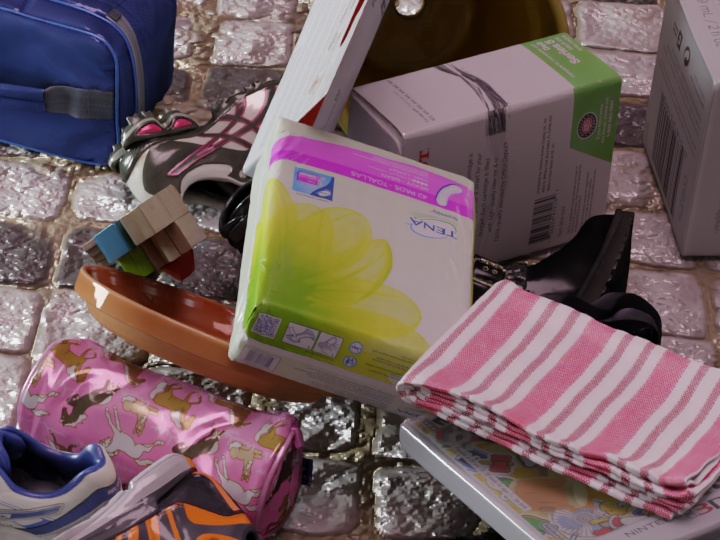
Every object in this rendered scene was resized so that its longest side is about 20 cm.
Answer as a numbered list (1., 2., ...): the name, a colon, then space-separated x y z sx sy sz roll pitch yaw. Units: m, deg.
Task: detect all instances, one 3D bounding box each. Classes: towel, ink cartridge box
1. towel: 0.140 0.072 1.445 0.199 0.030 0.146 23 35 19
2. ink cartridge box: -0.011 -0.153 1.672 0.057 0.200 0.163 28 69 -16
3. ink cartridge box: 0.090 -0.083 1.777 0.199 0.146 0.084 -16 39 -26

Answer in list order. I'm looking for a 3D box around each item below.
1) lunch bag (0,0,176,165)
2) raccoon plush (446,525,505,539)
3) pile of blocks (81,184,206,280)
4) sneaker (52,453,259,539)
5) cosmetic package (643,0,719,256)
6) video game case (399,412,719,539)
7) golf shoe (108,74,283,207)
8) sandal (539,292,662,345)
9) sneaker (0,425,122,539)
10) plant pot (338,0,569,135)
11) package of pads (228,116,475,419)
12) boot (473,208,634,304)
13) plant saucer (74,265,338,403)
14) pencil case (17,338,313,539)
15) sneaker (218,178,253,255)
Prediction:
1. lunch bag: -0.260 -0.178 1.876 0.199 0.136 0.132 14 36 14
2. raccoon plush: 0.111 0.142 1.528 0.199 0.097 0.134 -2 29 -8
3. pile of blocks: -0.153 -0.015 1.694 0.082 0.062 0.200 -34 3 -3
4. sneaker: -0.139 0.205 1.419 0.112 0.078 0.200 40 63 17
5. cosmetic package: 0.345 -0.122 1.842 0.199 0.166 0.165 -1 37 -8
6. video game case: 0.151 0.120 1.445 0.181 0.023 0.200 -17 31 -26
7. golf shoe: -0.101 -0.092 1.850 0.199 0.077 0.088 -20 65 -30
8. sandal: 0.172 0.054 1.612 0.043 0.077 0.200 6 2 27
9. sneaker: -0.248 0.132 1.496 0.199 0.088 0.075 4 38 2
10. plant pot: 0.053 -0.198 1.904 0.200 0.202 0.189 -2 21 -10
11. package of pads: 0.000 0.000 1.552 0.154 0.068 0.201 18 42 -11
12. boot: 0.109 0.007 1.713 0.157 0.080 0.211 17 38 16
13. plant saucer: -0.104 0.047 1.602 0.199 0.032 0.200 21 4 -1
14. pencil case: -0.132 0.110 1.544 0.199 0.083 0.087 18 40 19
15. sneaker: -0.043 -0.007 1.660 0.071 0.099 0.200 -47 30 -4
